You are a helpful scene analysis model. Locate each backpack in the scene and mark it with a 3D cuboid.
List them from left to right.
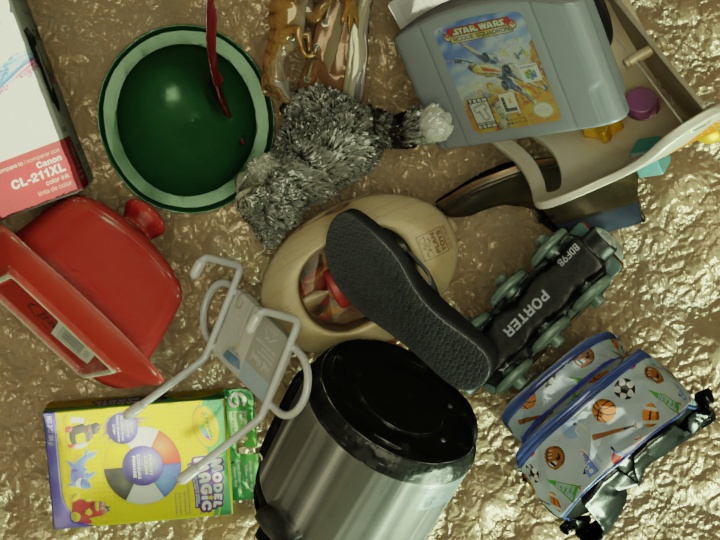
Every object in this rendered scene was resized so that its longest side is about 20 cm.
[{"bbox_3d":[0.223,0.145,1.493,0.154,0.190,0.200,44,93,8],"label":"backpack"}]

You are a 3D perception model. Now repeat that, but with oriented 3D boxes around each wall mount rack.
[{"bbox_3d":[-0.131,0.089,1.457,0.074,0.200,0.175,13,107,-38],"label":"wall mount rack"}]

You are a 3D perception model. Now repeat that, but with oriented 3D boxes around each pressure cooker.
[{"bbox_3d":[-0.005,0.188,1.475,0.174,0.179,0.201,19,122,-14],"label":"pressure cooker"}]

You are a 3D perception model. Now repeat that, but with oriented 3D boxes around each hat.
[{"bbox_3d":[-0.159,-0.143,1.430,0.164,0.176,0.202,-21,98,-3],"label":"hat"}]

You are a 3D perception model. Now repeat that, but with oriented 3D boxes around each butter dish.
[{"bbox_3d":[-0.235,-0.001,1.456,0.199,0.200,0.148,45,70,-12],"label":"butter dish"}]

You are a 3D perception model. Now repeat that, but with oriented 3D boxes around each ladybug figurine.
[{"bbox_3d":[0.000,0.000,1.515,0.198,0.072,0.137,-23,100,-1],"label":"ladybug figurine"}]

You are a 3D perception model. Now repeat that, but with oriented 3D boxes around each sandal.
[{"bbox_3d":[0.044,0.026,1.460,0.200,0.043,0.076,47,128,-3],"label":"sandal"}]

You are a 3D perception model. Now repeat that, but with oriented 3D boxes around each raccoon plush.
[{"bbox_3d":[-0.029,-0.094,1.439,0.097,0.199,0.135,46,53,-29],"label":"raccoon plush"}]

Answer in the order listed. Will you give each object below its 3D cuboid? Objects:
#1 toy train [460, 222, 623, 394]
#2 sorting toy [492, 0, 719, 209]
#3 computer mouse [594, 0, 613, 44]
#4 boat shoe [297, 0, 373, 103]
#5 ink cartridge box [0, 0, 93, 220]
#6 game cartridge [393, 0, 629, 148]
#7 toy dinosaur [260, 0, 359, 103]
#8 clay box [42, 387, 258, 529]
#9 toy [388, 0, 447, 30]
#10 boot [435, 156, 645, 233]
[{"bbox_3d":[0.164,0.035,1.496,0.085,0.114,0.200,45,106,10],"label":"toy train"},{"bbox_3d":[0.209,-0.140,1.452,0.179,0.107,0.201,-31,55,2],"label":"sorting toy"},{"bbox_3d":[0.127,-0.254,1.401,0.139,0.046,0.201,-11,116,36],"label":"computer mouse"},{"bbox_3d":[-0.023,-0.250,1.481,0.071,0.076,0.203,6,95,-1],"label":"boat shoe"},{"bbox_3d":[-0.313,-0.157,1.433,0.082,0.146,0.202,-20,99,-3],"label":"ink cartridge box"},{"bbox_3d":[0.125,-0.179,1.406,0.198,0.042,0.134,-6,124,40],"label":"game cartridge"},{"bbox_3d":[-0.055,-0.252,1.433,0.105,0.060,0.203,7,86,34],"label":"toy dinosaur"},{"bbox_3d":[-0.196,0.178,1.537,0.197,0.048,0.116,-5,98,-3],"label":"clay box"},{"bbox_3d":[0.133,-0.248,1.504,0.199,0.047,0.116,-32,101,-6],"label":"toy"},{"bbox_3d":[0.175,-0.063,1.519,0.198,0.075,0.098,-20,96,-3],"label":"boot"}]
